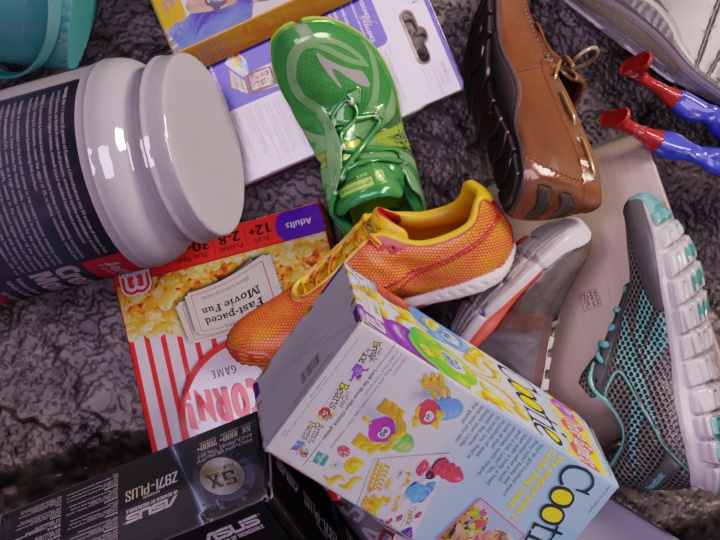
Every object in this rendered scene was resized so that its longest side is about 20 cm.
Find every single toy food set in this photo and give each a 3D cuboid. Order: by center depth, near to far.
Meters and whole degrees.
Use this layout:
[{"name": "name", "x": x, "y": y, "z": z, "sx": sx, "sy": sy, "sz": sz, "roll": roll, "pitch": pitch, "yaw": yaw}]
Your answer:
[{"name": "toy food set", "x": 0.159, "y": 0.020, "z": 1.756, "sx": 0.143, "sy": 0.060, "sz": 0.200, "roll": -20, "pitch": 84, "yaw": 14}]

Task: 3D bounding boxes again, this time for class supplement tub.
[{"name": "supplement tub", "x": -0.192, "y": -0.060, "z": 1.718, "sx": 0.200, "sy": 0.140, "sz": 0.141, "roll": -13, "pitch": 86, "yaw": 19}]

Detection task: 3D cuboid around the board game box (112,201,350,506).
[{"name": "board game box", "x": -0.072, "y": 0.071, "z": 1.754, "sx": 0.151, "sy": 0.046, "sz": 0.200, "roll": -16, "pitch": 79, "yaw": 7}]

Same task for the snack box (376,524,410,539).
[{"name": "snack box", "x": 0.085, "y": 0.233, "z": 1.675, "sx": 0.200, "sy": 0.024, "sz": 0.072, "roll": 25, "pitch": 91, "yaw": -23}]

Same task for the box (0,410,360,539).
[{"name": "box", "x": -0.110, "y": 0.202, "z": 1.685, "sx": 0.200, "sy": 0.086, "sz": 0.164, "roll": -22, "pitch": 128, "yaw": 13}]

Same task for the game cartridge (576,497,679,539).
[{"name": "game cartridge", "x": 0.128, "y": 0.244, "z": 1.729, "sx": 0.133, "sy": 0.040, "sz": 0.200, "roll": 33, "pitch": 89, "yaw": -20}]

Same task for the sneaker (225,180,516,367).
[{"name": "sneaker", "x": 0.000, "y": 0.000, "z": 1.684, "sx": 0.200, "sy": 0.073, "sz": 0.077, "roll": -27, "pitch": 118, "yaw": -1}]

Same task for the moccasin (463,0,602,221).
[{"name": "moccasin", "x": 0.117, "y": -0.116, "z": 1.720, "sx": 0.078, "sy": 0.202, "sz": 0.074, "roll": 3, "pitch": 131, "yaw": -17}]

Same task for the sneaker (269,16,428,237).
[{"name": "sneaker", "x": 0.003, "y": -0.078, "z": 1.725, "sx": 0.074, "sy": 0.084, "sz": 0.200, "roll": -24, "pitch": 109, "yaw": 3}]

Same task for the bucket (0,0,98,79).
[{"name": "bucket", "x": -0.239, "y": -0.229, "z": 1.726, "sx": 0.135, "sy": 0.207, "sz": 0.208, "roll": 11, "pitch": 87, "yaw": 0}]

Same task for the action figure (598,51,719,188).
[{"name": "action figure", "x": 0.255, "y": -0.074, "z": 1.726, "sx": 0.200, "sy": 0.052, "sz": 0.066, "roll": 27, "pitch": 73, "yaw": -23}]

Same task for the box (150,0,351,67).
[{"name": "box", "x": -0.053, "y": -0.227, "z": 1.772, "sx": 0.200, "sy": 0.041, "sz": 0.119, "roll": -25, "pitch": 67, "yaw": 4}]

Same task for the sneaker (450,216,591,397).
[{"name": "sneaker", "x": 0.099, "y": 0.055, "z": 1.716, "sx": 0.082, "sy": 0.077, "sz": 0.200, "roll": 35, "pitch": 104, "yaw": -10}]

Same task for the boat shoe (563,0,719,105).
[{"name": "boat shoe", "x": 0.205, "y": -0.170, "z": 1.761, "sx": 0.202, "sy": 0.065, "sz": 0.074, "roll": 33, "pitch": 70, "yaw": 0}]

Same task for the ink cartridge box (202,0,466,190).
[{"name": "ink cartridge box", "x": -0.036, "y": -0.126, "z": 1.783, "sx": 0.200, "sy": 0.037, "sz": 0.095, "roll": -23, "pitch": 86, "yaw": 5}]

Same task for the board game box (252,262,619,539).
[{"name": "board game box", "x": 0.045, "y": 0.102, "z": 1.634, "sx": 0.200, "sy": 0.103, "sz": 0.105, "roll": 33, "pitch": 104, "yaw": -17}]

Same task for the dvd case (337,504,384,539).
[{"name": "dvd case", "x": 0.040, "y": 0.194, "z": 1.765, "sx": 0.200, "sy": 0.025, "sz": 0.150, "roll": 35, "pitch": 89, "yaw": 5}]

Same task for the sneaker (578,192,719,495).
[{"name": "sneaker", "x": 0.182, "y": 0.051, "z": 1.683, "sx": 0.091, "sy": 0.078, "sz": 0.200, "roll": -11, "pitch": 86, "yaw": 18}]
